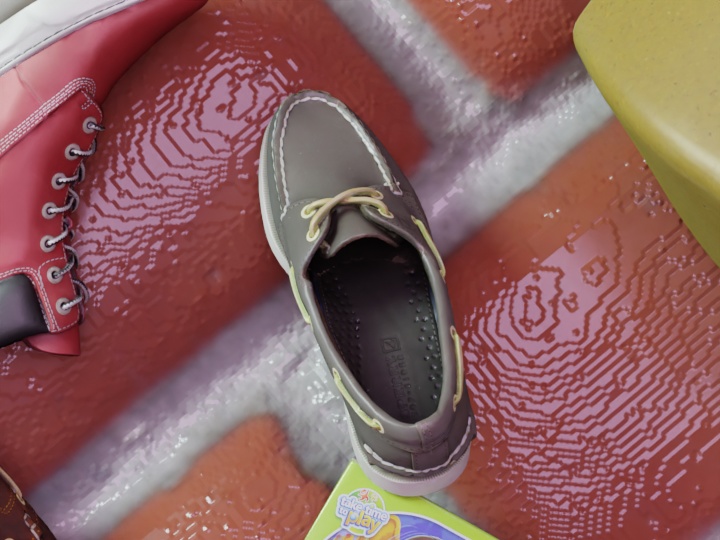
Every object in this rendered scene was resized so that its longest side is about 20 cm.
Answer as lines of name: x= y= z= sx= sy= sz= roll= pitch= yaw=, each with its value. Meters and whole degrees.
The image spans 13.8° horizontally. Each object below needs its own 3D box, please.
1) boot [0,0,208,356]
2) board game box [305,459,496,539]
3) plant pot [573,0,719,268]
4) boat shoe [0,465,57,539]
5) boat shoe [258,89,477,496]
boot: x=-0.130 y=-0.045 z=1.352 sx=0.200 sy=0.072 sz=0.145 roll=-33 pitch=86 yaw=3
board game box: x=0.050 y=0.190 z=1.301 sx=0.200 sy=0.045 sz=0.135 roll=28 pitch=83 yaw=21
plant pot: x=0.211 y=-0.081 z=1.301 sx=0.200 sy=0.194 sz=0.196 roll=36 pitch=83 yaw=32
boat shoe: x=-0.183 y=0.114 z=1.330 sx=0.070 sy=0.070 sz=0.200 roll=-37 pitch=87 yaw=-6
boat shoe: x=0.003 y=-0.001 z=1.329 sx=0.072 sy=0.060 sz=0.202 roll=-16 pitch=64 yaw=-7
